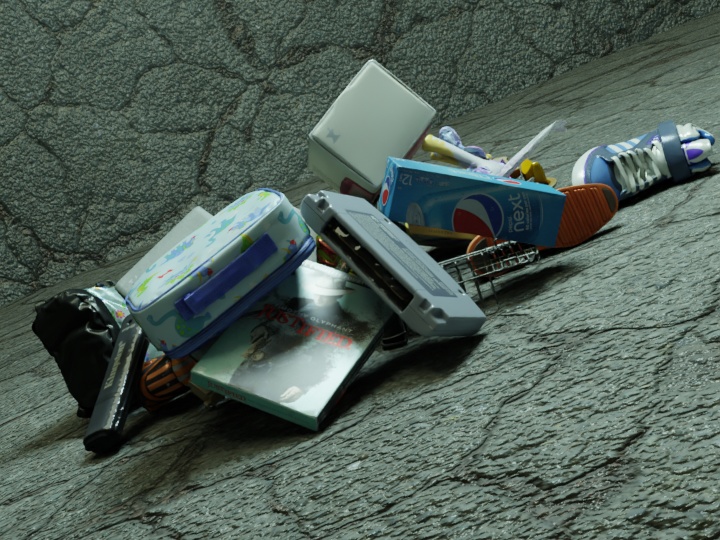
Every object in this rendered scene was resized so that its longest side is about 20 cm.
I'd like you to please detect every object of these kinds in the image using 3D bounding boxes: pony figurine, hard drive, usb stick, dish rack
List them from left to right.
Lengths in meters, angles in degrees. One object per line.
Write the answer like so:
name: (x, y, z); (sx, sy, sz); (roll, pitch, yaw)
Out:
usb stick: (-0.278, 0.124, 1.436); (0.055, 0.033, 0.201); (-35, 31, 35)
hard drive: (-0.170, 0.022, 1.389); (0.140, 0.033, 0.200); (-45, 49, -13)
dish rack: (0.110, 0.017, 1.410); (0.199, 0.055, 0.153); (-18, 12, 6)
pony figurine: (0.174, -0.118, 1.647); (0.199, 0.167, 0.193); (26, 50, 18)

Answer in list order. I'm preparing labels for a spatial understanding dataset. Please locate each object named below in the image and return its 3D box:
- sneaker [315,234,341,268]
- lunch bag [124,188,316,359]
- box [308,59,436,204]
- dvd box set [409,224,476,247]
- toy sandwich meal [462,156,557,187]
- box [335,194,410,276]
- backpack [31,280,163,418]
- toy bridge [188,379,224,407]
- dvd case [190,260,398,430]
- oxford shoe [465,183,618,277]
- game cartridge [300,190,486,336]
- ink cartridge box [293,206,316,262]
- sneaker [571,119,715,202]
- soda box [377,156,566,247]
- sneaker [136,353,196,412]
sneaker: (-0.042, -0.006, 1.630); (0.090, 0.078, 0.201); (-41, -22, -32)
lunch bag: (-0.146, 0.002, 1.276); (0.200, 0.083, 0.161); (-40, 15, -10)
box: (0.011, -0.168, 1.594); (0.128, 0.109, 0.200); (-52, -1, -6)
dvd box set: (0.062, -0.057, 1.703); (0.199, 0.030, 0.146); (5, -5, -30)
toy sandwich meal: (0.206, -0.125, 1.893); (0.204, 0.071, 0.205); (-21, 10, 4)
box: (0.000, 0.000, 1.475); (0.160, 0.049, 0.200); (-59, 5, 9)
backpack: (-0.311, 0.092, 1.594); (0.126, 0.168, 0.200); (-28, -8, 17)
toy bridge: (-0.111, 0.087, 1.429); (0.067, 0.027, 0.200); (31, 63, 26)
dvd case: (-0.059, 0.067, 1.248); (0.145, 0.022, 0.200); (18, 43, 21)
oxford shoe: (0.219, -0.055, 1.518); (0.199, 0.072, 0.073); (-22, 5, -1)
game cartridge: (0.037, -0.005, 1.272); (0.042, 0.200, 0.133); (-50, -23, 12)
ink cartridge box: (-0.145, 0.012, 1.612); (0.200, 0.066, 0.116); (-35, 44, 35)
sneaker: (0.380, -0.144, 1.608); (0.146, 0.081, 0.200); (-17, 5, 43)
soda box: (0.125, -0.077, 1.398); (0.198, 0.065, 0.068); (8, 13, -11)
sneaker: (-0.216, 0.110, 1.514); (0.112, 0.078, 0.200); (-26, -1, 23)
